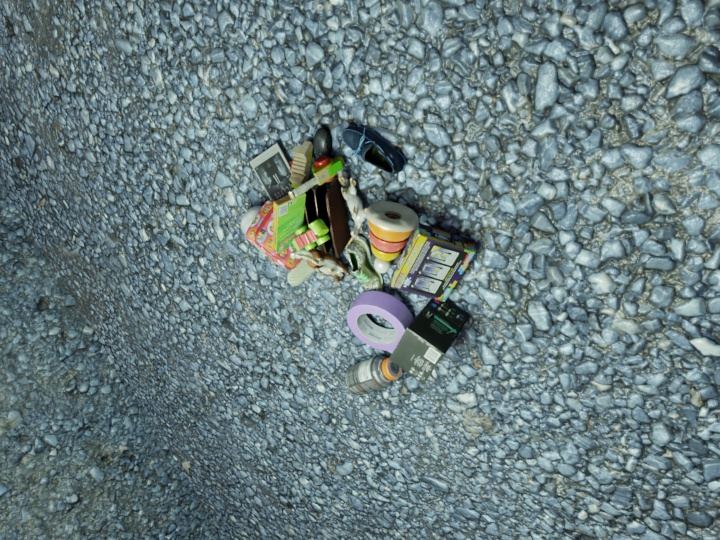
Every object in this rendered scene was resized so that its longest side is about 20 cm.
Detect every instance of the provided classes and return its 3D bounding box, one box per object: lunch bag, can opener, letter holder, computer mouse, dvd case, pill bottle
[{"bbox_3d":[-0.237,-0.119,1.657,0.082,0.177,0.200,19,163,44],"label":"lunch bag"},{"bbox_3d":[0.122,-0.050,1.549,0.199,0.053,0.068,1,85,36],"label":"can opener"},{"bbox_3d":[-0.105,-0.149,1.557,0.100,0.142,0.201,0,120,15],"label":"letter holder"},{"bbox_3d":[-0.114,-0.312,1.558,0.058,0.034,0.201,19,126,24],"label":"computer mouse"},{"bbox_3d":[-0.249,-0.280,1.681,0.150,0.025,0.201,-20,103,42],"label":"dvd case"},{"bbox_3d":[0.046,0.345,1.792,0.199,0.106,0.107,-28,99,42],"label":"pill bottle"}]

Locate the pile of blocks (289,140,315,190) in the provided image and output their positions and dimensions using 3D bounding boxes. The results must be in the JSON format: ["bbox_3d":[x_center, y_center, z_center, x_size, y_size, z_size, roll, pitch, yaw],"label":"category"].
[{"bbox_3d":[-0.176,-0.284,1.591,0.062,0.082,0.202,19,111,25],"label":"pile of blocks"}]

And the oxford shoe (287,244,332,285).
[{"bbox_3d":[-0.163,-0.023,1.757,0.200,0.058,0.075,-42,83,28],"label":"oxford shoe"}]

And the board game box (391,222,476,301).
[{"bbox_3d":[0.193,-0.018,1.454,0.164,0.057,0.201,17,131,-10],"label":"board game box"}]

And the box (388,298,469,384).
[{"bbox_3d":[0.197,0.188,1.524,0.124,0.200,0.149,34,131,12],"label":"box"}]

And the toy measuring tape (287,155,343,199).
[{"bbox_3d":[-0.130,-0.263,1.501,0.074,0.199,0.074,44,157,24],"label":"toy measuring tape"}]

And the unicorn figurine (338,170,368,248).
[{"bbox_3d":[-0.017,-0.175,1.530,0.073,0.137,0.202,-6,84,-5],"label":"unicorn figurine"}]

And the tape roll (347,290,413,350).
[{"bbox_3d":[0.060,0.157,1.664,0.199,0.066,0.201,18,137,17],"label":"tape roll"}]

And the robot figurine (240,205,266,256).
[{"bbox_3d":[-0.311,-0.128,1.756,0.200,0.113,0.170,48,167,0],"label":"robot figurine"}]

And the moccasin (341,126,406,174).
[{"bbox_3d":[0.028,-0.323,1.426,0.199,0.068,0.081,30,130,18],"label":"moccasin"}]

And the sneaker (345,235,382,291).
[{"bbox_3d":[0.000,0.000,1.627,0.076,0.089,0.201,-10,111,39],"label":"sneaker"}]

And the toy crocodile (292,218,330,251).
[{"bbox_3d":[-0.145,-0.095,1.523,0.200,0.062,0.068,-20,100,55],"label":"toy crocodile"}]

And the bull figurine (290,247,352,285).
[{"bbox_3d":[-0.116,-0.020,1.645,0.065,0.199,0.122,-58,35,15],"label":"bull figurine"}]

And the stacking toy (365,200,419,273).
[{"bbox_3d":[0.072,-0.076,1.484,0.145,0.146,0.201,25,125,21],"label":"stacking toy"}]

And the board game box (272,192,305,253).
[{"bbox_3d":[-0.207,-0.137,1.548,0.030,0.095,0.201,44,147,26],"label":"board game box"}]
